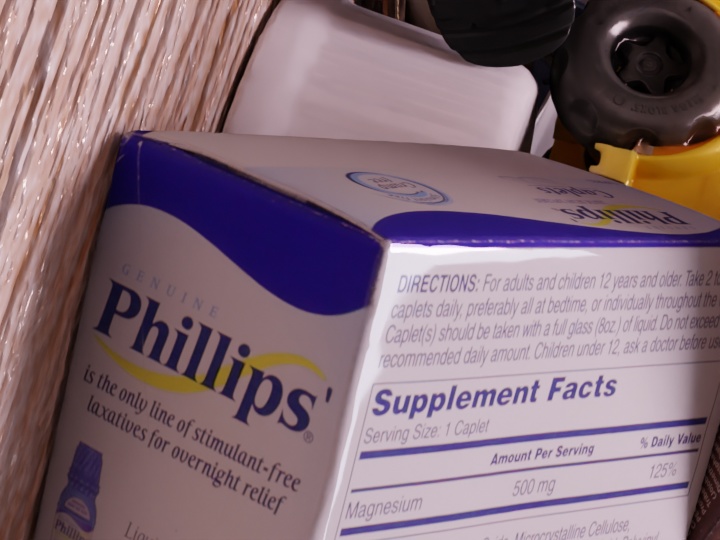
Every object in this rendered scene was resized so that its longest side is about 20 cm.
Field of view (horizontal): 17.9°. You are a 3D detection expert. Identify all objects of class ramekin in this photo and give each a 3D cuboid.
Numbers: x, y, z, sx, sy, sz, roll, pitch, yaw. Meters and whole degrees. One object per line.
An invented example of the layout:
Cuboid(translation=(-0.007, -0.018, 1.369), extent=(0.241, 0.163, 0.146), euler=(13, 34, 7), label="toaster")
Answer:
Cuboid(translation=(0.000, 0.000, 0.856), extent=(0.200, 0.097, 0.201), euler=(15, 90, -84), label="ramekin")

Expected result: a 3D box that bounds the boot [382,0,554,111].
Cuboid(translation=(0.058, -0.114, 1.039), extent=(0.075, 0.097, 0.201), euler=(-80, 173, -56), label="boot")

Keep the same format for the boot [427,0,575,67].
Cuboid(translation=(0.035, -0.186, 0.819), extent=(0.163, 0.073, 0.199), euler=(-90, 165, -51), label="boot")

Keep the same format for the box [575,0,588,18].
Cuboid(translation=(0.104, -0.108, 1.171), extent=(0.148, 0.107, 0.201), euler=(45, -47, 46), label="box")

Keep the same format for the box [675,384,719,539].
Cuboid(translation=(0.156, 0.039, 0.734), extent=(0.200, 0.100, 0.075), euler=(-62, -146, 33), label="box")

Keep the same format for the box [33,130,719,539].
Cuboid(translation=(0.007, 0.068, 0.680), extent=(0.184, 0.105, 0.201), euler=(0, 109, -49), label="box")

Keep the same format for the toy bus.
Cuboid(translation=(0.150, 0.002, 0.873), extent=(0.136, 0.191, 0.200), euler=(97, 10, -62), label="toy bus")

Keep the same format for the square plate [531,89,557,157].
Cuboid(translation=(0.135, -0.052, 1.068), extent=(0.199, 0.028, 0.200), euler=(-62, 150, 4), label="square plate")
